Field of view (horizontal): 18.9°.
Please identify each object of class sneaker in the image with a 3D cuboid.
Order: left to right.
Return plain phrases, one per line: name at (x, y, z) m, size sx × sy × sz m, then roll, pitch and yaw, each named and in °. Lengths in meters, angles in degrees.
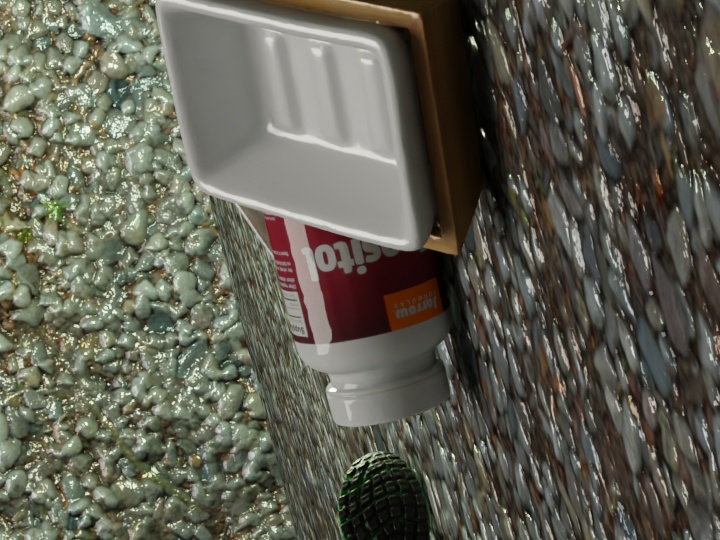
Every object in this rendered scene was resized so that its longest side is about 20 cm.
sneaker at (0.030, 0.256, 1.884) m, size 0.085 × 0.078 × 0.200 m, roll 79°, pitch 179°, yaw -78°

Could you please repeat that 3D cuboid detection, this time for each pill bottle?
pill bottle at (0.000, 0.000, 1.495) m, size 0.113 × 0.113 × 0.200 m, roll -143°, pitch 39°, yaw -78°

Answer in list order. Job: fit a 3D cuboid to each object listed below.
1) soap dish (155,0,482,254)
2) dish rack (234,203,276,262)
soap dish at (-0.021, -0.104, 1.281) m, size 0.200 × 0.081 × 0.157 m, roll 16°, pitch 129°, yaw 37°
dish rack at (-0.042, -0.047, 1.655) m, size 0.172 × 0.044 × 0.200 m, roll 54°, pitch -169°, yaw 8°
